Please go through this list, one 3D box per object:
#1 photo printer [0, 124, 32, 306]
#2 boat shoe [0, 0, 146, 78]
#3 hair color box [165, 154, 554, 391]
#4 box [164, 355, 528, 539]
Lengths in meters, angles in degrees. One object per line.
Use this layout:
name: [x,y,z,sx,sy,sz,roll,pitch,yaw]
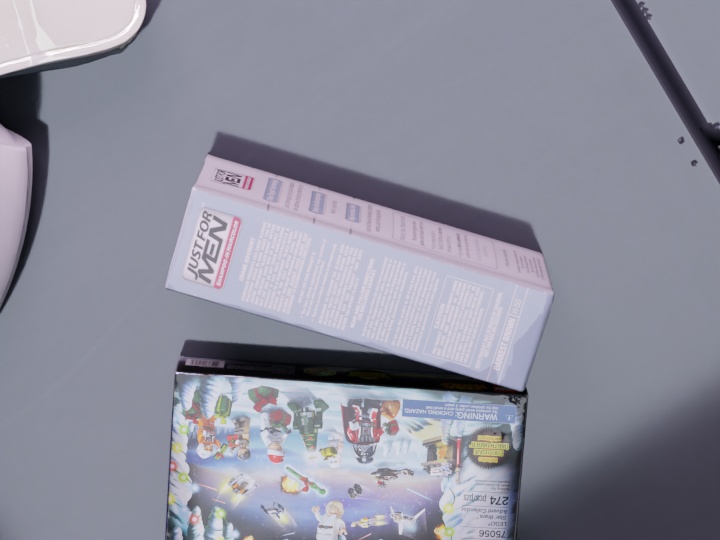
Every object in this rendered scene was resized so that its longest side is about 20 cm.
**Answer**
photo printer: [-0.286,-0.029,1.351,0.200,0.069,0.167,21,101,-4]
boat shoe: [-0.215,-0.129,1.321,0.199,0.062,0.073,-8,90,-8]
hair color box: [0.000,0.000,1.340,0.199,0.099,0.061,17,102,-3]
box: [-0.010,0.125,1.396,0.199,0.040,0.137,3,102,-1]
